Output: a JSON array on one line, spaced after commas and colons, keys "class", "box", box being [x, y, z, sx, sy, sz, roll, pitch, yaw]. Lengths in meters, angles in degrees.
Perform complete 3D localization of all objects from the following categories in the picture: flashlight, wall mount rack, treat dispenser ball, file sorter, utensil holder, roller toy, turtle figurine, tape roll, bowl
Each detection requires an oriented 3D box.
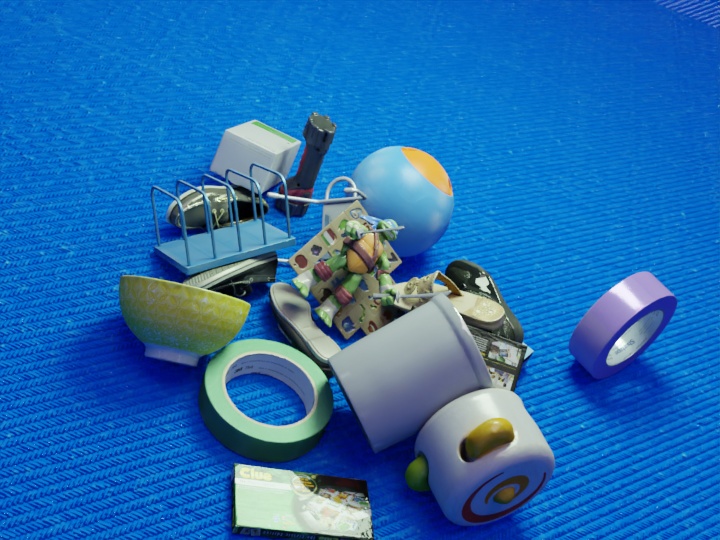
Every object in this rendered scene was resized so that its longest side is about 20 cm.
[{"class": "flashlight", "box": [-0.100, -0.193, 1.916, 0.067, 0.201, 0.068, 19, 37, -3]}, {"class": "wall mount rack", "box": [-0.076, -0.073, 1.840, 0.074, 0.172, 0.202, 28, 62, -61]}, {"class": "treat dispenser ball", "box": [0.071, -0.124, 1.923, 0.199, 0.202, 0.202, 14, 39, -11]}, {"class": "file sorter", "box": [-0.230, -0.091, 1.737, 0.198, 0.124, 0.138, -17, 24, -29]}, {"class": "utensil holder", "box": [0.072, 0.155, 1.568, 0.199, 0.171, 0.171, -28, 54, -6]}, {"class": "roller toy", "box": [0.183, 0.274, 1.526, 0.181, 0.201, 0.140, 9, 39, -39]}, {"class": "turtle figurine", "box": [0.000, 0.000, 1.674, 0.194, 0.144, 0.200, -40, 54, -3]}, {"class": "tape roll", "box": [0.462, 0.098, 1.861, 0.199, 0.201, 0.066, -16, 53, -39]}, {"class": "tape roll", "box": [-0.140, 0.191, 1.574, 0.198, 0.048, 0.201, 14, 40, -12]}, {"class": "bowl", "box": [-0.270, 0.082, 1.568, 0.198, 0.200, 0.109, 13, 82, -13]}]

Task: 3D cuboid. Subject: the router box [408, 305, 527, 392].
[{"class": "router box", "box": [0.150, 0.160, 1.686, 0.198, 0.051, 0.150, 20, 73, 1]}]

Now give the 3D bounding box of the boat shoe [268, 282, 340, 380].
[{"class": "boat shoe", "box": [-0.098, 0.100, 1.704, 0.066, 0.057, 0.200, -6, 41, -36]}]

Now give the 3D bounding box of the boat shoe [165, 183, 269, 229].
[{"class": "boat shoe", "box": [-0.247, -0.107, 1.846, 0.201, 0.073, 0.060, -17, 48, -44]}]

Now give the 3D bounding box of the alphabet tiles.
[{"class": "alphabet tiles", "box": [-0.005, 0.011, 1.769, 0.167, 0.008, 0.201, -42, 103, -23]}]

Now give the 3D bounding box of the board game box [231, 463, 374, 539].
[{"class": "board game box", "box": [-0.081, 0.326, 1.466, 0.198, 0.024, 0.105, 11, 42, -16]}]

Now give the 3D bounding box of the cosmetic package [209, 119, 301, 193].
[{"class": "cosmetic package", "box": [-0.189, -0.210, 1.934, 0.107, 0.085, 0.200, 26, 15, 2]}]

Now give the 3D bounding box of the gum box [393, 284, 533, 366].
[{"class": "gum box", "box": [0.172, 0.124, 1.811, 0.200, 0.045, 0.169, 40, 41, 18]}]

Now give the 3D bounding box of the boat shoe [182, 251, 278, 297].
[{"class": "boat shoe", "box": [-0.206, 0.016, 1.720, 0.074, 0.063, 0.199, 1, 14, 38]}]

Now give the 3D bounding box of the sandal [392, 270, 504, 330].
[{"class": "sandal", "box": [0.136, 0.032, 1.724, 0.210, 0.070, 0.078, 16, 43, 24]}]

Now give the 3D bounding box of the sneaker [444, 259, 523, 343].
[{"class": "sneaker", "box": [0.184, 0.059, 1.795, 0.113, 0.076, 0.200, -2, 50, -38]}]
